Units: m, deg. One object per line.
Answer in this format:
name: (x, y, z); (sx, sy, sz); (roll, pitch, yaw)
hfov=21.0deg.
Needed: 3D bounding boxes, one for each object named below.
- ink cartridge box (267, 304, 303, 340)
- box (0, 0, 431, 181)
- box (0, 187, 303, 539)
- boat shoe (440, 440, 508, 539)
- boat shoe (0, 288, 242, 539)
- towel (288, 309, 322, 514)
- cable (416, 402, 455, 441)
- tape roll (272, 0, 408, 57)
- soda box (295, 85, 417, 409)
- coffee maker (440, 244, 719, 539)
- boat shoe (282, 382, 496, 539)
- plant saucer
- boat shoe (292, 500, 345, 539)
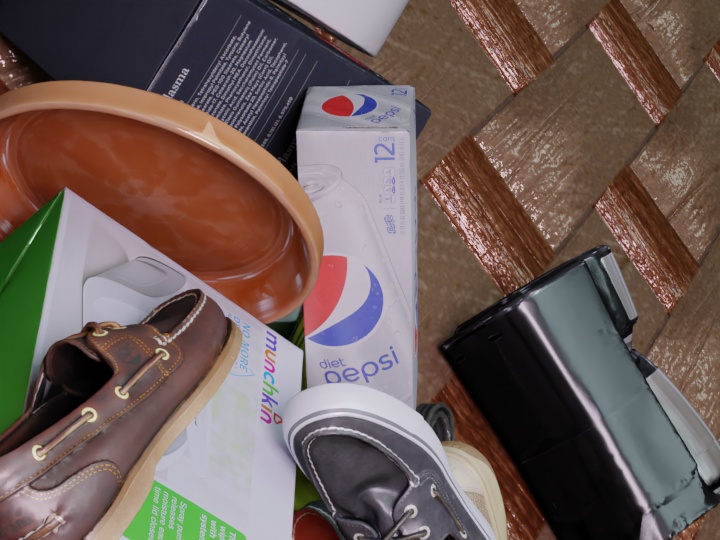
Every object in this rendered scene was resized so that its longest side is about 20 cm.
ink cartridge box: (-0.051, 0.040, 1.207); (0.145, 0.048, 0.201); (0, 59, -57)
box: (-0.092, -0.122, 1.158); (0.182, 0.104, 0.200); (26, 9, -41)
box: (-0.126, 0.093, 0.997); (0.176, 0.097, 0.201); (36, 35, -27)
boat shoe: (0.065, 0.206, 1.167); (0.064, 0.071, 0.201); (-36, 110, -53)
boat shoe: (-0.114, 0.059, 0.880); (0.070, 0.070, 0.200); (51, 30, -14)
towel: (-0.014, 0.063, 1.202); (0.086, 0.018, 0.200); (57, 39, -30)
cable: (0.034, 0.141, 1.223); (0.200, 0.050, 0.098); (-22, 96, -62)
tape roll: (-0.059, -0.212, 1.198); (0.202, 0.071, 0.202); (31, 5, -3)
soda box: (0.000, 0.000, 1.094); (0.068, 0.063, 0.201); (-83, 172, -63)
coffee maker: (0.155, 0.103, 1.359); (0.201, 0.134, 0.192); (57, 30, 3)
boat shoe: (0.021, 0.137, 1.036); (0.200, 0.070, 0.066); (56, 20, -43)
plant saucer: (-0.115, -0.035, 1.030); (0.200, 0.200, 0.032); (38, 53, -29)
boat shoe: (-0.006, 0.216, 1.080); (0.062, 0.071, 0.201); (7, 51, -38)
